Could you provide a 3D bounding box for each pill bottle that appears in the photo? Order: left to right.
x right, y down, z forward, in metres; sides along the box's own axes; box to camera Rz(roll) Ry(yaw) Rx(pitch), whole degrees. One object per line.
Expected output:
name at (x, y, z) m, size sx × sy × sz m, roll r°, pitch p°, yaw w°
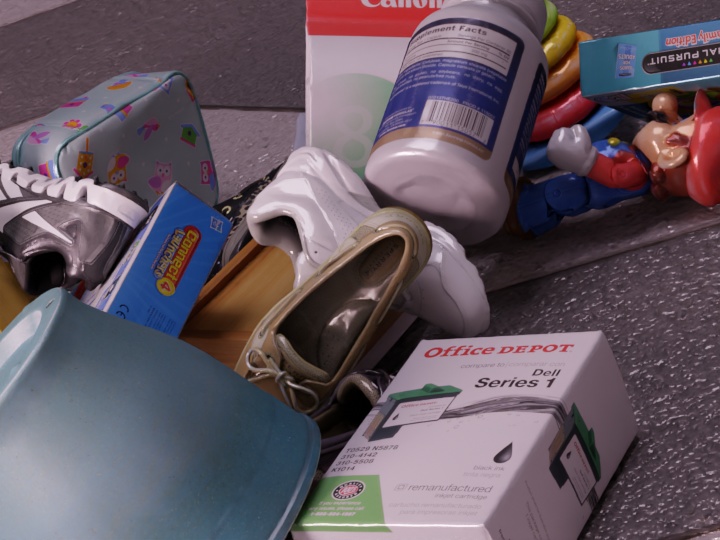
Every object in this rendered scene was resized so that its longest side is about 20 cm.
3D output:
pill bottle at (0.079, -0.127, 1.609) m, size 0.110 × 0.111 × 0.201 m, roll -5°, pitch 49°, yaw 32°

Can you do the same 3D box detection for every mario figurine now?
mario figurine at (0.200, -0.093, 1.644) m, size 0.199 × 0.107 × 0.124 m, roll -17°, pitch 26°, yaw 15°

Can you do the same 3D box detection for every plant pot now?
plant pot at (-0.158, 0.118, 1.336) m, size 0.200 × 0.188 × 0.200 m, roll -45°, pitch 18°, yaw 19°

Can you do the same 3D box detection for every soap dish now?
soap dish at (-0.052, 0.034, 1.625) m, size 0.157 × 0.082 × 0.200 m, roll 1°, pitch 35°, yaw 39°

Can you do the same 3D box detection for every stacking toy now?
stacking toy at (0.131, -0.195, 1.778) m, size 0.116 × 0.200 × 0.110 m, roll -31°, pitch 23°, yaw 17°

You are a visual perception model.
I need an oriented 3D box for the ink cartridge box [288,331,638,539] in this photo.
ink cartridge box at (0.068, 0.127, 1.341) m, size 0.145 × 0.085 × 0.200 m, roll -4°, pitch 31°, yaw 33°

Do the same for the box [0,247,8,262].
box at (-0.356, -0.036, 1.825) m, size 0.104 × 0.201 × 0.182 m, roll -30°, pitch 12°, yaw -19°

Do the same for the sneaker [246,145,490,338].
sneaker at (0.000, 0.000, 1.537) m, size 0.199 × 0.078 × 0.099 m, roll 33°, pitch 56°, yaw 21°

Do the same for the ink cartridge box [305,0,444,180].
ink cartridge box at (0.036, -0.166, 1.697) m, size 0.160 × 0.202 × 0.050 m, roll 0°, pitch 1°, yaw -8°

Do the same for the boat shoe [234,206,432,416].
boat shoe at (-0.027, 0.042, 1.477) m, size 0.201 × 0.073 × 0.063 m, roll -47°, pitch 0°, yaw 13°

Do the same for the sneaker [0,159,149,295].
sneaker at (-0.246, -0.029, 1.594) m, size 0.199 × 0.066 × 0.091 m, roll 10°, pitch 73°, yaw 42°

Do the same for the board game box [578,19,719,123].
board game box at (0.291, -0.157, 1.670) m, size 0.199 × 0.047 × 0.151 m, roll -6°, pitch -8°, yaw 31°

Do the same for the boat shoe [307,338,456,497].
boat shoe at (0.009, 0.099, 1.465) m, size 0.200 × 0.065 × 0.072 m, roll -37°, pitch 27°, yaw -29°

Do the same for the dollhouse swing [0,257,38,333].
dollhouse swing at (-0.293, 0.099, 1.642) m, size 0.200 × 0.175 × 0.182 m, roll -53°, pitch 53°, yaw 15°

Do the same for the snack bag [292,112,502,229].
snack bag at (0.034, -0.080, 1.764) m, size 0.187 × 0.022 × 0.200 m, roll 5°, pitch 26°, yaw 0°

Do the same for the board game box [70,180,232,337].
board game box at (-0.192, 0.063, 1.563) m, size 0.196 × 0.056 × 0.201 m, roll -42°, pitch 18°, yaw 46°

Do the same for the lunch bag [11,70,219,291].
lunch bag at (-0.214, -0.075, 1.886) m, size 0.077 × 0.161 × 0.200 m, roll 6°, pitch 31°, yaw 36°

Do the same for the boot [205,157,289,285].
boot at (-0.114, -0.038, 1.830) m, size 0.153 × 0.074 × 0.204 m, roll -9°, pitch 27°, yaw 32°
